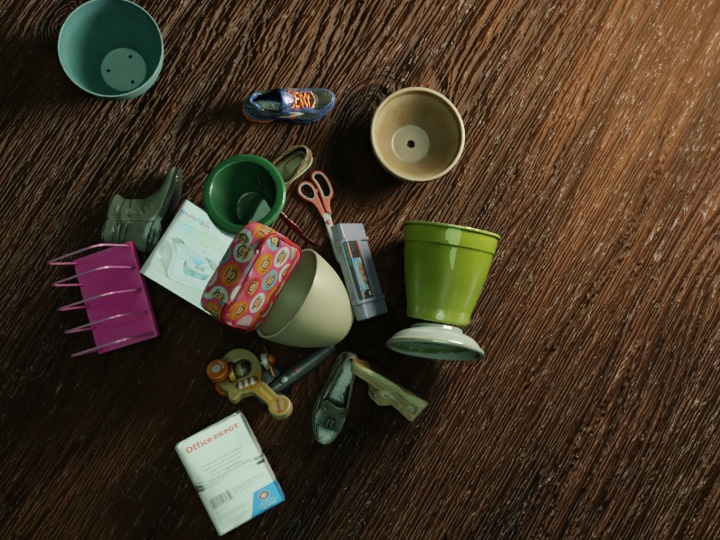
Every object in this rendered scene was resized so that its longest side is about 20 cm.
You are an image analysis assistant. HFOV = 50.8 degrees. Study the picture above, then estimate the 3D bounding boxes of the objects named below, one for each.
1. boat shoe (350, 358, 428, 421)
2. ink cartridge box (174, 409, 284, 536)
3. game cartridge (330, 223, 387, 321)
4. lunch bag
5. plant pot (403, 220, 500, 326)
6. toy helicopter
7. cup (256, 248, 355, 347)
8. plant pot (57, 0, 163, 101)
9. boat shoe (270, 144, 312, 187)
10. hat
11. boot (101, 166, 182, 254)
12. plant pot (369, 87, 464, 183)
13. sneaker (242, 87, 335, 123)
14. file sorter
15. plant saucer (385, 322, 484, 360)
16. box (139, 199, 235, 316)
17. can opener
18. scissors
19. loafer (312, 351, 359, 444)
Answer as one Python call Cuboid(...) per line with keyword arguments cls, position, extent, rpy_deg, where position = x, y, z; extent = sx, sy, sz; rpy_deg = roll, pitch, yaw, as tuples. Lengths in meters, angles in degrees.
Cuboid(cls="boat shoe", position=(0.051, 0.250, 1.559), extent=(0.200, 0.071, 0.065), rpy_deg=(35, 93, -23))
Cuboid(cls="ink cartridge box", position=(-0.261, 0.401, 1.525), extent=(0.146, 0.084, 0.200), rpy_deg=(-26, 88, -8))
Cuboid(cls="game cartridge", position=(0.000, 0.000, 1.568), extent=(0.038, 0.130, 0.200), rpy_deg=(-17, 87, 17))
Cuboid(cls="lunch bag", position=(-0.202, 0.017, 1.458), extent=(0.082, 0.176, 0.200), rpy_deg=(30, 90, 24))
Cuboid(cls="plant pot", position=(0.170, 0.011, 1.554), extent=(0.200, 0.200, 0.193), rpy_deg=(10, 88, -5))
Cuboid(cls="toy helicopter", position=(-0.203, 0.223, 1.518), extent=(0.200, 0.079, 0.132), rpy_deg=(35, 65, 31))
Cuboid(cls="cup", position=(-0.095, 0.077, 1.533), extent=(0.143, 0.200, 0.200), rpy_deg=(32, 82, -26))
Cuboid(cls="plant pot", position=(-0.495, -0.431, 1.546), extent=(0.200, 0.135, 0.200), rpy_deg=(1, 85, -7))
Cuboid(cls="boat shoe", position=(-0.184, -0.192, 1.589), extent=(0.075, 0.075, 0.202), rpy_deg=(42, 82, -1))
Cuboid(cls="hat", position=(-0.213, -0.117, 1.567), extent=(0.166, 0.176, 0.200), rpy_deg=(-32, 71, -3))
Cuboid(cls="boot", position=(-0.453, -0.136, 1.563), extent=(0.131, 0.068, 0.200), rpy_deg=(18, 82, 1))
Cuboid(cls="plant pot", position=(0.115, -0.281, 1.621), extent=(0.201, 0.093, 0.201), rpy_deg=(0, 86, -6))
Cuboid(cls="sneaker", position=(-0.150, -0.352, 1.605), extent=(0.200, 0.078, 0.075), rpy_deg=(-10, 87, -7))
Cuboid(cls="file sorter", position=(-0.510, 0.057, 1.488), extent=(0.139, 0.125, 0.200), rpy_deg=(-17, 87, 14))
Cuboid(cls="plant saucer", position=(0.152, 0.142, 1.538), extent=(0.200, 0.200, 0.050), rpy_deg=(10, 75, -5))
Cuboid(cls="box", position=(-0.312, -0.016, 1.551), extent=(0.200, 0.097, 0.177), rpy_deg=(32, 85, -2))
Cuboid(cls="can opener", position=(-0.135, 0.209, 1.566), extent=(0.200, 0.063, 0.079), rpy_deg=(-33, 89, -8))
Cuboid(cls="scissors", position=(-0.066, -0.118, 1.626), extent=(0.073, 0.014, 0.200), rpy_deg=(-29, 87, -10))
Cuboid(cls="loafer", position=(-0.052, 0.264, 1.570), extent=(0.072, 0.063, 0.200), rpy_deg=(18, 83, -4))
